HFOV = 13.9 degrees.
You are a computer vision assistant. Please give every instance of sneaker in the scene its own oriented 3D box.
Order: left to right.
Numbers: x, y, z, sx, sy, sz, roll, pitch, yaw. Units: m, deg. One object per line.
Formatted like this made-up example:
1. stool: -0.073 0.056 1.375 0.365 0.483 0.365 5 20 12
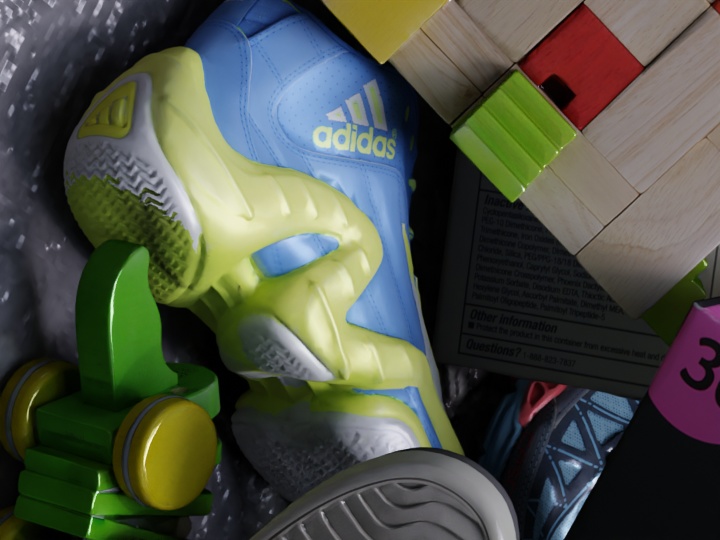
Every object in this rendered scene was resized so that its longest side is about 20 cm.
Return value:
1. sneaker: -0.004 0.109 0.836 0.200 0.075 0.106 -59 171 33
2. sneaker: 0.000 0.000 0.856 0.105 0.076 0.200 -55 133 -25
3. sneaker: 0.113 0.054 0.980 0.200 0.095 0.079 -41 126 -35

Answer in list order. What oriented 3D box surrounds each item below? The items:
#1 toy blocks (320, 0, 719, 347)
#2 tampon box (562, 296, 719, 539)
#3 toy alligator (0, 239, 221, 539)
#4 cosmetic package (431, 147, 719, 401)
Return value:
1. toy blocks: 0.075 -0.089 0.832 0.137 0.100 0.200 -43 94 8
2. tampon box: 0.131 0.125 0.837 0.126 0.150 0.200 -8 129 -59
3. toy alligator: -0.070 0.092 0.810 0.054 0.059 0.200 7 94 -49
4. cosmetic package: 0.091 -0.063 0.915 0.071 0.105 0.200 -4 104 -65
